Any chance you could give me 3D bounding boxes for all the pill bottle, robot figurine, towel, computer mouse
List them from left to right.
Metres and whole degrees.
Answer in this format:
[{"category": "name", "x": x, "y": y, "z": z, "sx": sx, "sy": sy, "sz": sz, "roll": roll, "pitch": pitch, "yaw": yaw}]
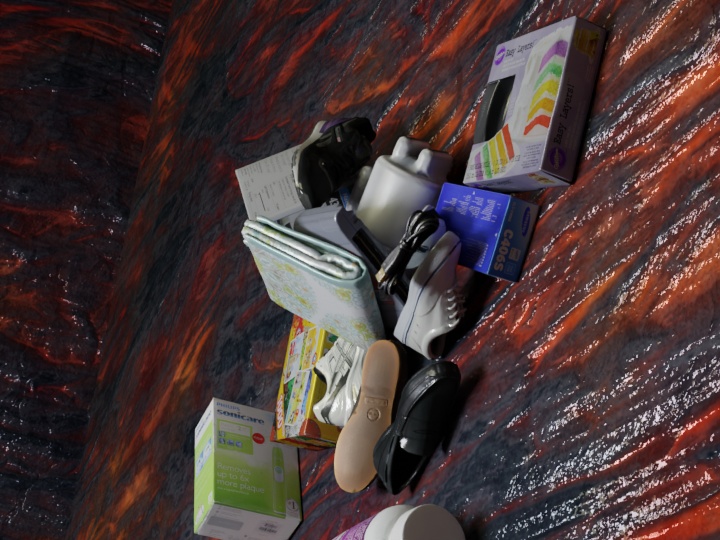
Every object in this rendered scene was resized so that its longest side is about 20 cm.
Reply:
[{"category": "towel", "x": -0.057, "y": 0.017, "z": 1.668, "sx": 0.048, "sy": 0.198, "sz": 0.172, "roll": -52, "pitch": -30, "yaw": -21}, {"category": "pill bottle", "x": 0.036, "y": 0.331, "z": 1.433, "sx": 0.200, "sy": 0.111, "sz": 0.114, "roll": -43, "pitch": 36, "yaw": 53}, {"category": "robot figurine", "x": 0.053, "y": -0.075, "z": 1.692, "sx": 0.169, "sy": 0.112, "sz": 0.202, "roll": 33, "pitch": 107, "yaw": 34}, {"category": "computer mouse", "x": 0.073, "y": -0.034, "z": 1.518, "sx": 0.111, "sy": 0.044, "sz": 0.200, "roll": -61, "pitch": -5, "yaw": 17}]

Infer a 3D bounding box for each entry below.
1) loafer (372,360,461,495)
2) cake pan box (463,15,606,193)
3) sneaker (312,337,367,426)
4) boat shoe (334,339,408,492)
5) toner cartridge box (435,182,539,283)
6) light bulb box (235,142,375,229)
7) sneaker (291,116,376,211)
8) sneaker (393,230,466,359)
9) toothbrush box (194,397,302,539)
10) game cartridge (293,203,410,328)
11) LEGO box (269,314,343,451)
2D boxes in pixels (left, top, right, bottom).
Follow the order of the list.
[{"category": "loafer", "x": 0.072, "y": 0.190, "z": 1.517, "sx": 0.071, "sy": 0.067, "sz": 0.202, "roll": -108, "pitch": 34, "yaw": -43}, {"category": "cake pan box", "x": 0.201, "y": -0.189, "z": 1.491, "sx": 0.199, "sy": 0.052, "sz": 0.187, "roll": 1, "pitch": 73, "yaw": 68}, {"category": "sneaker", "x": -0.023, "y": 0.118, "z": 1.744, "sx": 0.076, "sy": 0.086, "sz": 0.203, "roll": 68, "pitch": -155, "yaw": -56}, {"category": "boat shoe", "x": 0.022, "y": 0.191, "z": 1.651, "sx": 0.070, "sy": 0.069, "sz": 0.203, "roll": 29, "pitch": -101, "yaw": -72}, {"category": "toner cartridge box", "x": 0.143, "y": -0.049, "z": 1.540, "sx": 0.200, "sy": 0.043, "sz": 0.096, "roll": -155, "pitch": 81, "yaw": -69}, {"category": "light bulb box", "x": -0.062, "y": -0.094, "z": 1.846, "sx": 0.199, "sy": 0.197, "sz": 0.126, "roll": -113, "pitch": 3, "yaw": -60}, {"category": "sneaker", "x": -0.032, "y": -0.156, "z": 1.722, "sx": 0.086, "sy": 0.076, "sz": 0.201, "roll": -12, "pitch": 32, "yaw": 22}, {"category": "sneaker", "x": 0.098, "y": 0.032, "z": 1.528, "sx": 0.073, "sy": 0.070, "sz": 0.201, "roll": -47, "pitch": -17, "yaw": -34}, {"category": "toothbrush box", "x": -0.174, "y": 0.311, "z": 1.935, "sx": 0.087, "sy": 0.144, "sz": 0.202, "roll": -58, "pitch": 25, "yaw": 35}, {"category": "game cartridge", "x": 0.000, "y": 0.000, "z": 1.652, "sx": 0.041, "sy": 0.201, "sz": 0.133, "roll": -47, "pitch": 20, "yaw": -20}, {"category": "LEGO box", "x": -0.057, "y": 0.155, "z": 1.847, "sx": 0.149, "sy": 0.076, "sz": 0.203, "roll": -25, "pitch": 51, "yaw": 63}]
